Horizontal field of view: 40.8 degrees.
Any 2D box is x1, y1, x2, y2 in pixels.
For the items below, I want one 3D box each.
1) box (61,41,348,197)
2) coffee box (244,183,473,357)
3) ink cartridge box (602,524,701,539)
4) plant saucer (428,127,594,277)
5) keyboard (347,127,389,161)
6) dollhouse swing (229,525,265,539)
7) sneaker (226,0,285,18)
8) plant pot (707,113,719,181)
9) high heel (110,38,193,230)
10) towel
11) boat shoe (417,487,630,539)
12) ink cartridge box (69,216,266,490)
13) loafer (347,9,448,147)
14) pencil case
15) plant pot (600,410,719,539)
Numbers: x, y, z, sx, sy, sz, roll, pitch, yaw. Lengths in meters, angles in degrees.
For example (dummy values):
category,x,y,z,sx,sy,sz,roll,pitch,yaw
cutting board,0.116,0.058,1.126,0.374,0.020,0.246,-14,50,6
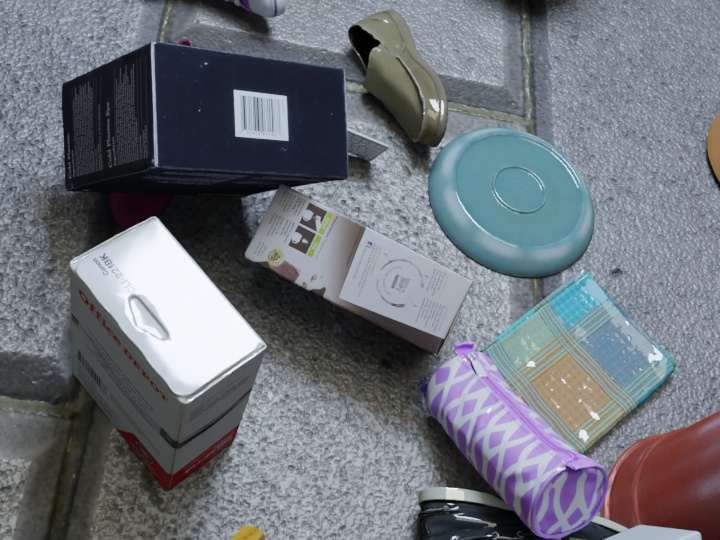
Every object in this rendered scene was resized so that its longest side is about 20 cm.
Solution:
category,x,y,z,sx,sy,sz,roll,pitch,yaw
box,-0.143,-0.128,0.885,0.199,0.182,0.105,-1,88,-40
coffee box,0.000,0.000,0.928,0.199,0.113,0.080,27,90,2
ink cartridge box,0.226,0.329,0.789,0.144,0.084,0.201,-14,85,-22
plant saucer,0.175,-0.086,1.089,0.199,0.027,0.201,6,59,-11
keyboard,-0.067,-0.161,1.027,0.199,0.056,0.011,20,80,-17
dollhouse swing,-0.050,0.314,0.704,0.181,0.176,0.200,25,56,1
sneaker,-0.184,-0.337,1.120,0.200,0.073,0.114,40,62,22
plant pot,0.541,-0.165,1.159,0.199,0.140,0.201,7,58,-11
high heel,-0.208,-0.139,0.975,0.067,0.096,0.201,12,58,-8
towel,0.217,0.099,0.995,0.200,0.022,0.147,-33,72,-29
boat shoe,0.146,0.244,0.859,0.198,0.075,0.066,14,61,-8
ink cartridge box,-0.165,0.074,0.799,0.084,0.200,0.144,-35,74,-29
loafer,0.039,-0.216,1.106,0.067,0.076,0.201,-10,54,-19
pencil case,0.134,0.146,0.860,0.084,0.086,0.200,-1,28,-29
plant pot,0.348,0.207,0.863,0.200,0.195,0.202,7,59,-11
